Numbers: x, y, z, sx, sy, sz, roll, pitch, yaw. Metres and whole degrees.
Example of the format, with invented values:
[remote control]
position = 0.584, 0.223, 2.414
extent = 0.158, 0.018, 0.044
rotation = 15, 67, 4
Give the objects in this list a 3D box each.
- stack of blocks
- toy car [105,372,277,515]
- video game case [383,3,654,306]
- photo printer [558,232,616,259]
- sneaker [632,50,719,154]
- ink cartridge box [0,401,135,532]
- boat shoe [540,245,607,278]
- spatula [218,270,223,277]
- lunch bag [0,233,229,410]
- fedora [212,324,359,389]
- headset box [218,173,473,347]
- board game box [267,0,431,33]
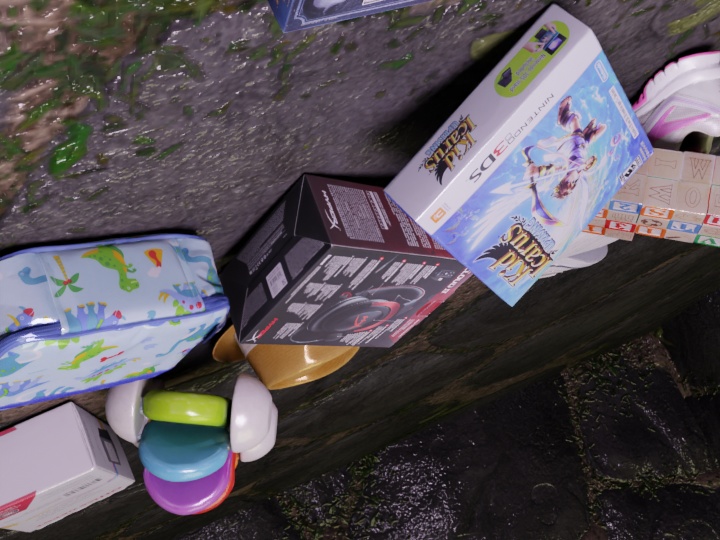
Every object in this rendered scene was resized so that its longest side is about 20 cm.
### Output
[stack of blocks]
position = 0.257, -0.074, 0.930
extent = 0.198, 0.059, 0.115
rotation = 10, 168, 14
[toy car]
position = -0.185, 0.191, 1.056
extent = 0.173, 0.151, 0.200
rotation = 6, 163, 1
[video game case]
position = 0.133, -0.078, 0.757
extent = 0.181, 0.045, 0.200
rotation = -47, 145, 6
[photo printer]
position = 0.268, -0.066, 1.140
extent = 0.199, 0.070, 0.166
rotation = -15, 168, -34
[sneaker]
position = 0.292, -0.127, 0.958
extent = 0.081, 0.089, 0.200
rotation = -15, 163, -31
[ink cartridge box]
position = -0.361, 0.231, 1.112
extent = 0.147, 0.086, 0.200
rotation = -24, 166, -9
[boat shoe]
position = 0.236, -0.022, 1.252
extent = 0.199, 0.072, 0.066
rotation = -13, 165, -36
[spatula]
position = -0.133, 0.018, 0.888
extent = 0.199, 0.021, 0.056
rotation = -36, 146, 19
[lunch bag]
position = -0.212, 0.043, 0.747
extent = 0.199, 0.083, 0.161
rotation = -9, 160, -43
[fedora]
position = -0.065, 0.079, 1.080
extent = 0.199, 0.082, 0.201
rotation = -24, 165, -7
[headset box]
position = 0.000, 0.000, 0.854
extent = 0.199, 0.075, 0.149
rotation = 5, 143, -40
[board game box]
position = 0.057, -0.192, 0.483
extent = 0.199, 0.035, 0.136
rotation = -19, 163, -23
